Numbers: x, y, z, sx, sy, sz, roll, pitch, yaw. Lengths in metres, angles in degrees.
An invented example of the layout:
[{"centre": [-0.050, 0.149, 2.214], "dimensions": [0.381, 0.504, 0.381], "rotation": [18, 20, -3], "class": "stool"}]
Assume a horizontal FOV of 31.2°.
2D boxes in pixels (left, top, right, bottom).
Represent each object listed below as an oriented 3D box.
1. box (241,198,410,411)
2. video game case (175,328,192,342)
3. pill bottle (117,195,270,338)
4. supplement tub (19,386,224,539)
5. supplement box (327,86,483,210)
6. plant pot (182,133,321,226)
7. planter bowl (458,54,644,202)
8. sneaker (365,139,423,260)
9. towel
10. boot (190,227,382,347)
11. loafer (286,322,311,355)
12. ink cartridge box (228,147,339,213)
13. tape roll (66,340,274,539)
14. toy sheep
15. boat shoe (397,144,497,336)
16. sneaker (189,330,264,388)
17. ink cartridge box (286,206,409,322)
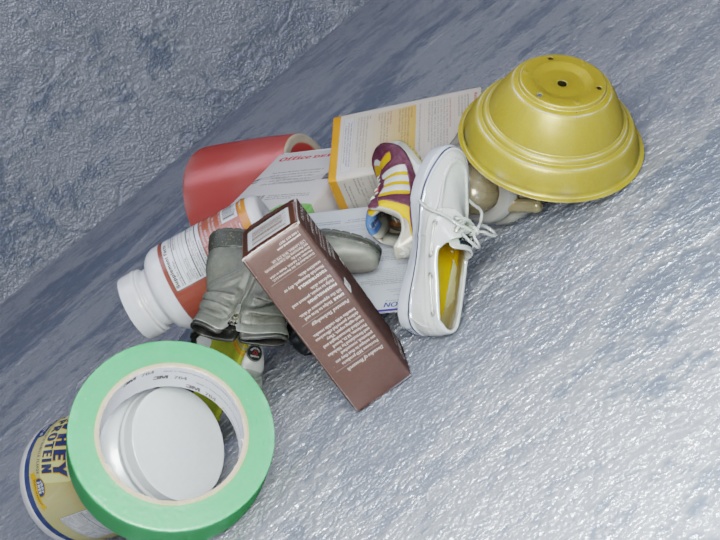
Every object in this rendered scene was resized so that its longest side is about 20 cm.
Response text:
[{"centre": [-0.035, 0.034, 1.304], "dimensions": [0.075, 0.200, 0.100], "rotation": [-33, 18, 5], "class": "box"}, {"centre": [-0.199, 0.068, 1.773], "dimensions": [0.182, 0.023, 0.200], "rotation": [-54, 16, 2], "class": "video game case"}, {"centre": [-0.188, 0.001, 1.564], "dimensions": [0.200, 0.112, 0.112], "rotation": [-28, 18, 7], "class": "pill bottle"}, {"centre": [-0.256, 0.208, 1.385], "dimensions": [0.200, 0.144, 0.144], "rotation": [-24, 21, 38], "class": "supplement tub"}, {"centre": [0.066, -0.147, 1.619], "dimensions": [0.200, 0.074, 0.126], "rotation": [-10, 45, 15], "class": "supplement box"}, {"centre": [-0.147, -0.121, 2.006], "dimensions": [0.177, 0.201, 0.200], "rotation": [-15, 26, 30], "class": "plant pot"}, {"centre": [0.206, -0.168, 1.354], "dimensions": [0.200, 0.083, 0.200], "rotation": [2, 45, -2], "class": "planter bowl"}, {"centre": [0.037, -0.082, 1.453], "dimensions": [0.090, 0.075, 0.200], "rotation": [-22, 34, -11], "class": "sneaker"}, {"centre": [-0.159, 0.102, 1.476], "dimensions": [0.200, 0.018, 0.086], "rotation": [-69, 26, 13], "class": "towel"}, {"centre": [-0.078, 0.025, 1.392], "dimensions": [0.200, 0.068, 0.131], "rotation": [1, 61, 4], "class": "boot"}, {"centre": [-0.019, 0.025, 1.522], "dimensions": [0.070, 0.068, 0.201], "rotation": [-34, 10, 46], "class": "loafer"}, {"centre": [-0.085, -0.079, 1.716], "dimensions": [0.145, 0.084, 0.200], "rotation": [-2, 32, 33], "class": "ink cartridge box"}, {"centre": [-0.186, 0.167, 1.261], "dimensions": [0.200, 0.200, 0.048], "rotation": [-48, -11, -31], "class": "tape roll"}, {"centre": [0.162, -0.118, 1.448], "dimensions": [0.138, 0.138, 0.200], "rotation": [-22, 9, 41], "class": "toy sheep"}, {"centre": [0.095, -0.031, 1.317], "dimensions": [0.086, 0.075, 0.202], "rotation": [3, 78, 49], "class": "boat shoe"}, {"centre": [-0.175, 0.099, 1.590], "dimensions": [0.200, 0.074, 0.089], "rotation": [-3, 74, 51], "class": "sneaker"}, {"centre": [0.000, 0.000, 1.465], "dimensions": [0.199, 0.041, 0.200], "rotation": [-5, 38, 21], "class": "ink cartridge box"}]
